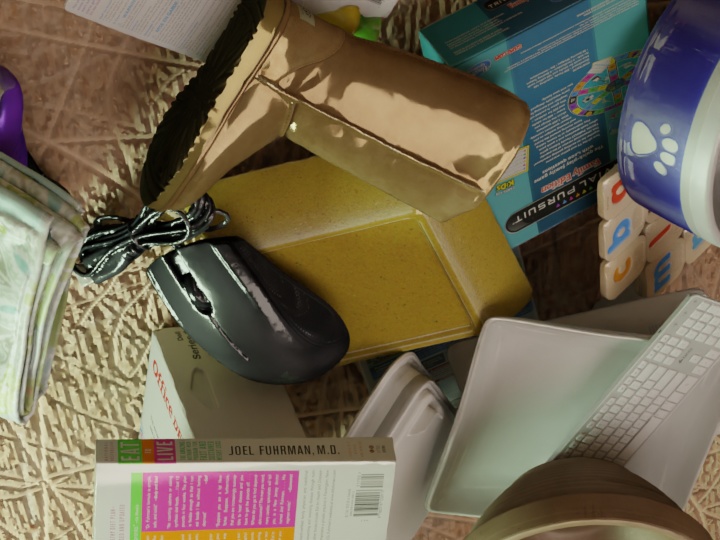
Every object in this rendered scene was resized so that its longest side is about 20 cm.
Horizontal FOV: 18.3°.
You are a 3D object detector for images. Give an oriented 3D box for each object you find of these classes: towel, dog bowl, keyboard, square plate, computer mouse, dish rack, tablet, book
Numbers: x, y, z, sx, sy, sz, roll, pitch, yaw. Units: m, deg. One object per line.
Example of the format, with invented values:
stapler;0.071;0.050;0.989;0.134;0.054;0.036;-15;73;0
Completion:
towel;-0.267;-0.012;1.384;0.048;0.200;0.171;-42;158;-50
dog bowl;0.266;-0.119;1.544;0.200;0.079;0.200;-36;141;-36
keyboard;0.204;0.091;1.602;0.056;0.011;0.200;22;125;-22
square plate;0.163;0.111;1.640;0.200;0.028;0.198;6;129;-11
computer mouse;-0.094;0.027;1.521;0.200;0.053;0.138;36;139;-28
dish rack;0.023;0.160;1.656;0.172;0.044;0.200;-58;161;-8
tablet;0.177;0.087;1.667;0.200;0.014;0.130;-13;118;17
book;-0.082;0.172;1.517;0.200;0.048;0.134;1;127;-8

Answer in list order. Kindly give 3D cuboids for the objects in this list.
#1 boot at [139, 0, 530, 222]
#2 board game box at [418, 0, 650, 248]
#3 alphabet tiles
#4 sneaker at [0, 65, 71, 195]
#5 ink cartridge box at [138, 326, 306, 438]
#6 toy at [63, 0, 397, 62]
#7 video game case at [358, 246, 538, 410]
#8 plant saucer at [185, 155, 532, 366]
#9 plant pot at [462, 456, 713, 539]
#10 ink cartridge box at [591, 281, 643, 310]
boot;-0.017;-0.075;1.426;0.200;0.066;0.175;24;117;-26
board game box;0.129;-0.117;1.543;0.151;0.047;0.200;-28;141;-11
alphabet tiles;0.231;-0.074;1.618;0.196;0.015;0.200;-42;144;-30
sneaker;-0.230;-0.053;1.446;0.099;0.070;0.200;-6;135;-31
ink cartridge box;-0.106;0.157;1.633;0.084;0.145;0.200;-6;132;-20
toy;-0.077;-0.185;1.404;0.200;0.047;0.115;20;118;-30
video game case;0.064;0.041;1.700;0.143;0.018;0.200;-23;136;-4
plant saucer;0.000;0.000;1.562;0.200;0.048;0.200;-14;138;16
plant pot;0.158;0.202;1.628;0.201;0.093;0.201;-2;139;-2
ink cartridge box;0.211;0.105;1.757;0.067;0.116;0.200;6;127;-30
